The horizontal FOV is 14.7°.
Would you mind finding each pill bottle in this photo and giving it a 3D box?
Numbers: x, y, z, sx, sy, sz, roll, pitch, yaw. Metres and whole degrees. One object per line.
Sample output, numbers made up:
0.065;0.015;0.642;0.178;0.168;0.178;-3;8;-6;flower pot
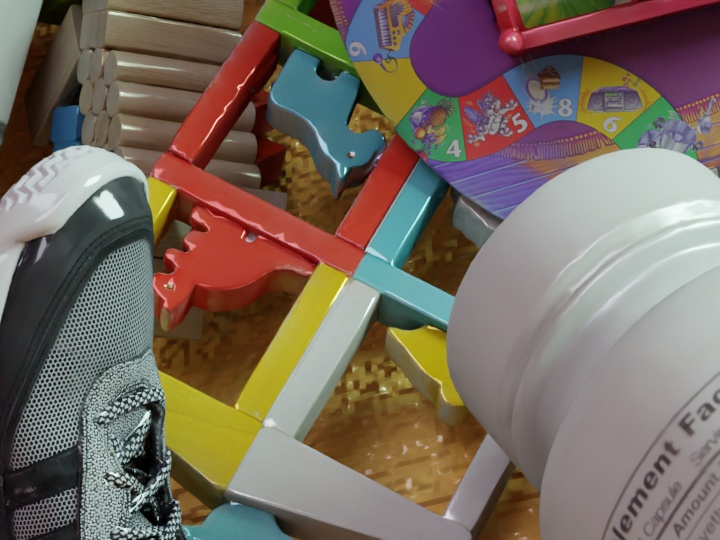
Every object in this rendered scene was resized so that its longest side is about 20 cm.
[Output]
0.108;0.060;0.662;0.114;0.114;0.200;-36;47;-7;pill bottle

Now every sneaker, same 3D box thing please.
-0.053;0.075;0.705;0.114;0.075;0.200;18;105;24;sneaker

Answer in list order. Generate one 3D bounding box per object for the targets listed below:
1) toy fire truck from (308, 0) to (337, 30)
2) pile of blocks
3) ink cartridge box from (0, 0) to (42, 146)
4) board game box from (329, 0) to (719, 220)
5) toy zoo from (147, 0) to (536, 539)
0.067;-0.168;0.884;0.168;0.112;0.200;-8;46;42;toy fire truck
-0.061;-0.054;0.881;0.062;0.082;0.200;7;53;-26;pile of blocks
-0.193;-0.042;0.865;0.145;0.084;0.200;6;73;29;ink cartridge box
0.081;-0.102;0.753;0.158;0.039;0.200;32;97;5;board game box
0.000;0.000;0.787;0.131;0.020;0.200;27;64;9;toy zoo
